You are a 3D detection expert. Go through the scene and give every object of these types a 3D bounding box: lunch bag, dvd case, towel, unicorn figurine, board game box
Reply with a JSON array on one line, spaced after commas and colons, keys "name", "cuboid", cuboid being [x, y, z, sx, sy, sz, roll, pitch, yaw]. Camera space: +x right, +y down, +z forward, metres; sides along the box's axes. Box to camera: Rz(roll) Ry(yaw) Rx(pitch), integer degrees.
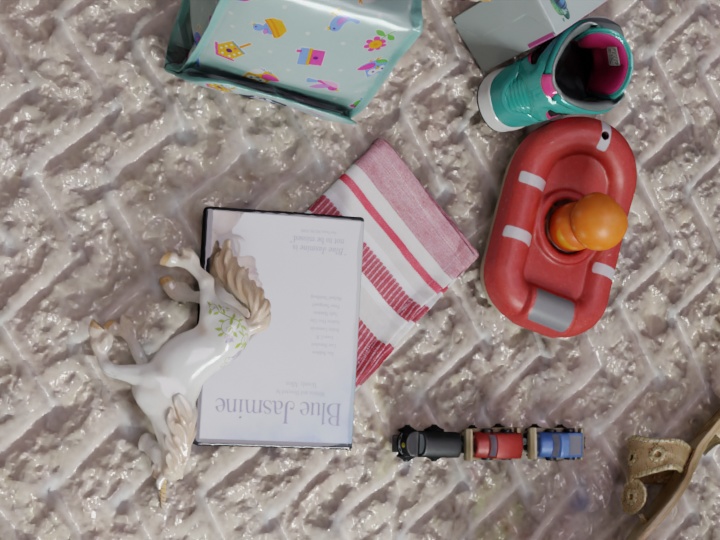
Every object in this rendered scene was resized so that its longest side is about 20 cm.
[{"name": "lunch bag", "cuboid": [-0.060, -0.198, 1.229, 0.168, 0.200, 0.123, 12, 59, -20]}, {"name": "dvd case", "cuboid": [-0.070, 0.050, 1.280, 0.141, 0.018, 0.203, 3, 89, -17]}, {"name": "towel", "cuboid": [0.000, 0.000, 1.330, 0.144, 0.023, 0.200, 48, 70, -12]}, {"name": "unicorn figurine", "cuboid": [-0.152, 0.078, 1.217, 0.200, 0.074, 0.137, -46, 77, 8]}, {"name": "board game box", "cuboid": [0.200, -0.272, 1.372, 0.199, 0.147, 0.065, -37, 99, -21]}]

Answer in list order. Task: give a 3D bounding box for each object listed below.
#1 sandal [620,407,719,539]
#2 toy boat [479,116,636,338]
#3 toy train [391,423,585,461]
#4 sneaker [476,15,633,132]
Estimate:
[{"name": "sandal", "cuboid": [0.286, 0.178, 1.425, 0.070, 0.078, 0.211, 44, 63, 7]}, {"name": "toy boat", "cuboid": [0.197, -0.043, 1.360, 0.129, 0.130, 0.202, 19, 78, -21]}, {"name": "toy train", "cuboid": [0.124, 0.156, 1.357, 0.198, 0.046, 0.035, 2, 85, -24]}, {"name": "sneaker", "cuboid": [0.208, -0.193, 1.367, 0.199, 0.120, 0.084, -35, 106, -36]}]
